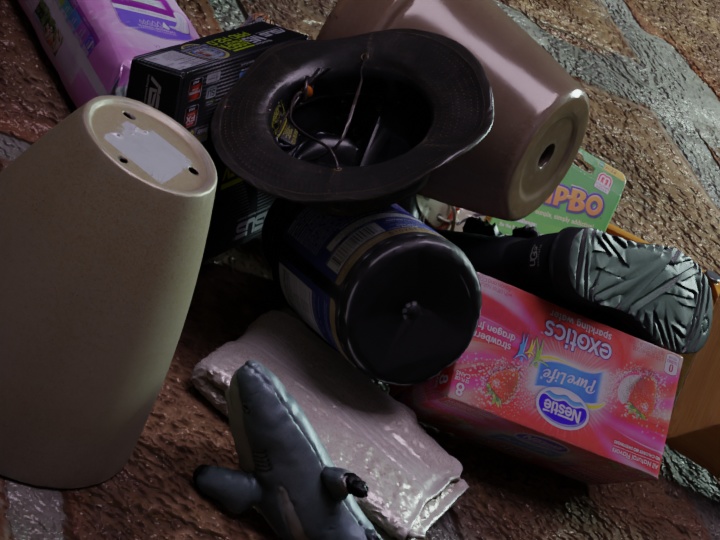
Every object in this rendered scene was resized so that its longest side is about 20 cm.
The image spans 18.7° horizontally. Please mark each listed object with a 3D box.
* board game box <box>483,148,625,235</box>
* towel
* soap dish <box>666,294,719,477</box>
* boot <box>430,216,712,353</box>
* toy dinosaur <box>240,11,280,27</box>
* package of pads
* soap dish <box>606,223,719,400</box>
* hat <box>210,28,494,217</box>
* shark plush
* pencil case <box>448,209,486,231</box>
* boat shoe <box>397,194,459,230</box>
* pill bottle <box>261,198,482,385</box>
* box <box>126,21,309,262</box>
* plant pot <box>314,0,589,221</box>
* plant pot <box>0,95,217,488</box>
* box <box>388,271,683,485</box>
[{"bbox_3d":[0.140,-0.012,1.787,0.095,0.201,0.030,29,-15,-12],"label":"board game box"},{"bbox_3d":[-0.018,0.111,1.541,0.200,0.035,0.132,39,26,7],"label":"towel"},{"bbox_3d":[0.357,0.091,1.826,0.157,0.081,0.201,32,68,-16],"label":"soap dish"},{"bbox_3d":[0.157,0.010,1.700,0.199,0.077,0.167,20,-12,-42],"label":"boot"},{"bbox_3d":[-0.057,-0.112,1.780,0.135,0.102,0.202,23,66,-45],"label":"toy dinosaur"},{"bbox_3d":[-0.196,-0.190,1.776,0.120,0.076,0.201,12,35,-43],"label":"package of pads"},{"bbox_3d":[0.241,0.035,1.915,0.199,0.081,0.158,25,29,-18],"label":"soap dish"},{"bbox_3d":[-0.002,-0.086,1.545,0.199,0.081,0.201,-5,42,5],"label":"hat"},{"bbox_3d":[-0.026,0.153,1.410,0.090,0.083,0.201,-22,72,-41],"label":"shark plush"},{"bbox_3d":[0.068,-0.055,1.860,0.200,0.078,0.089,44,44,17],"label":"pencil case"},{"bbox_3d":[0.053,-0.063,1.785,0.062,0.071,0.202,3,64,1],"label":"boat shoe"},{"bbox_3d":[0.000,0.000,1.604,0.111,0.113,0.200,20,10,-28],"label":"pill bottle"},{"bbox_3d":[-0.112,-0.090,1.615,0.044,0.162,0.200,18,20,21],"label":"box"},{"bbox_3d":[0.073,-0.126,1.661,0.174,0.201,0.200,33,24,23],"label":"plant pot"},{"bbox_3d":[-0.175,-0.001,1.354,0.186,0.200,0.188,28,28,-16],"label":"plant pot"},{"bbox_3d":[0.132,0.085,1.648,0.199,0.094,0.103,23,72,-25],"label":"box"}]
